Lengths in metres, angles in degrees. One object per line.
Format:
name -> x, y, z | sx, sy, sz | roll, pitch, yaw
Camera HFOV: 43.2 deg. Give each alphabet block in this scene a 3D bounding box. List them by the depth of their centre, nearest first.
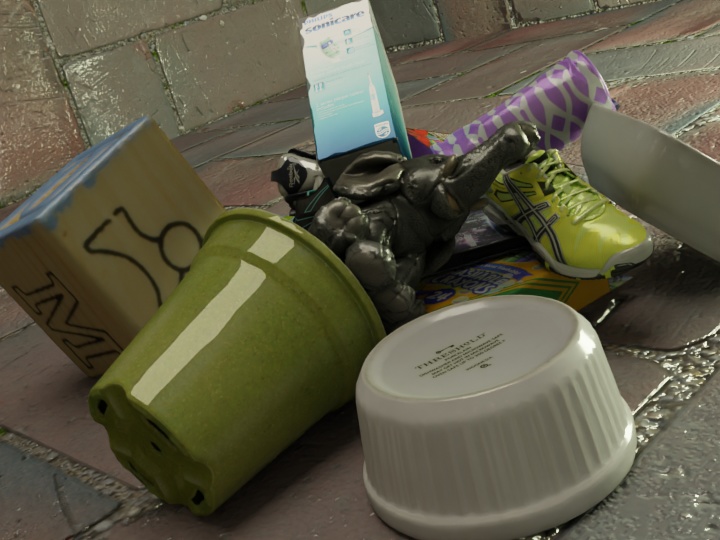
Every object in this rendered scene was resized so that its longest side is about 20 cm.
alphabet block -> -0.274, -0.021, 1.024 | 0.195, 0.201, 0.196 | -11, 33, 49

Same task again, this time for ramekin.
ramekin -> 0.087, 0.093, 0.641 | 0.200, 0.095, 0.203 | -15, 18, 5

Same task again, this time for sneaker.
sneaker -> 0.166, -0.058, 0.787 | 0.075, 0.077, 0.200 | -33, 39, -19
sneaker -> -0.049, -0.048, 1.098 | 0.075, 0.080, 0.200 | -21, -18, -46
sneaker -> -0.044, -0.116, 1.124 | 0.128, 0.080, 0.199 | 7, -12, -12

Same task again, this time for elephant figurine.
elephant figurine -> 0.041, -0.046, 0.793 | 0.154, 0.142, 0.200 | 26, 59, 20

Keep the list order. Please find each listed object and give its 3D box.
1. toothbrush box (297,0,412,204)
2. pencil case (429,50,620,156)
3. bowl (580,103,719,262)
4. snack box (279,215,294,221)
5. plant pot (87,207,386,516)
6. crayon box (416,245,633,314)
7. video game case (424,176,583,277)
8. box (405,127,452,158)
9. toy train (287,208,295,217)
toothbrush box -> 0.001, -0.160, 0.967 | 0.084, 0.147, 0.202 | -14, 58, 9
pencil case -> 0.169, -0.151, 0.956 | 0.199, 0.084, 0.086 | -32, 41, 7
bowl -> 0.302, -0.072, 0.856 | 0.199, 0.075, 0.200 | 25, 14, -13
snack box -> -0.164, -0.016, 1.237 | 0.168, 0.068, 0.199 | -29, 23, -33
plant pot -> -0.108, 0.085, 0.732 | 0.199, 0.202, 0.184 | 1, 37, 44
crayon box -> 0.134, 0.016, 0.837 | 0.199, 0.052, 0.125 | -26, 20, -27
video game case -> 0.137, -0.044, 0.902 | 0.198, 0.019, 0.143 | -17, 16, 6
box -> 0.146, -0.113, 1.093 | 0.136, 0.039, 0.200 | 2, 28, -36
toy train -> -0.003, -0.092, 1.289 | 0.198, 0.088, 0.114 | -10, 11, 15
